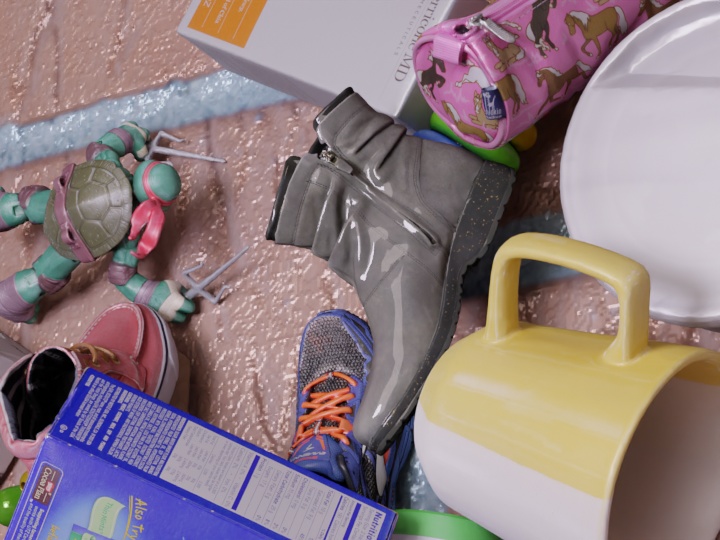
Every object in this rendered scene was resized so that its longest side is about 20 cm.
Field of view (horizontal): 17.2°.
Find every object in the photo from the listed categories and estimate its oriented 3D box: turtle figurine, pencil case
[{"bbox_3d":[-0.171,-0.037,1.606,0.200,0.101,0.150,-18,63,31],"label":"turtle figurine"},{"bbox_3d":[0.128,-0.153,1.419,0.200,0.087,0.083,-34,94,-22],"label":"pencil case"}]

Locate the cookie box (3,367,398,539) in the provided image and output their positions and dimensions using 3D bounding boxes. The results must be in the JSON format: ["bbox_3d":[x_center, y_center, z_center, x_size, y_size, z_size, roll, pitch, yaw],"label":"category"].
[{"bbox_3d":[-0.102,0.173,1.371,0.200,0.075,0.171,26,127,-1],"label":"cookie box"}]

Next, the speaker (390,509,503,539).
[{"bbox_3d":[0.033,0.244,1.375,0.088,0.088,0.200,1,73,32],"label":"speaker"}]

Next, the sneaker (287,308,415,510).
[{"bbox_3d":[-0.012,0.114,1.456,0.075,0.078,0.200,-16,64,25],"label":"sneaker"}]

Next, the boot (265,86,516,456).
[{"bbox_3d":[0.000,0.000,1.406,0.131,0.068,0.200,22,74,1],"label":"boot"}]

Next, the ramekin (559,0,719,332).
[{"bbox_3d":[0.223,-0.055,1.367,0.202,0.094,0.203,-12,67,28],"label":"ramekin"}]

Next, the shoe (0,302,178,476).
[{"bbox_3d":[-0.170,0.069,1.487,0.071,0.091,0.200,-11,39,18],"label":"shoe"}]

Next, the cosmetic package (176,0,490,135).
[{"bbox_3d":[-0.013,-0.160,1.567,0.200,0.071,0.102,23,85,35],"label":"cosmetic package"}]

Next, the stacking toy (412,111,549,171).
[{"bbox_3d":[0.076,-0.083,1.487,0.085,0.085,0.200,34,84,36],"label":"stacking toy"}]

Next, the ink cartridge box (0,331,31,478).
[{"bbox_3d":[-0.324,0.117,1.644,0.146,0.083,0.200,30,89,36],"label":"ink cartridge box"}]

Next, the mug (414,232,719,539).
[{"bbox_3d":[0.120,0.080,1.340,0.153,0.149,0.187,18,92,35],"label":"mug"}]

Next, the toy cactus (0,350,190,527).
[{"bbox_3d":[-0.135,0.129,1.534,0.200,0.102,0.165,-12,47,30],"label":"toy cactus"}]
